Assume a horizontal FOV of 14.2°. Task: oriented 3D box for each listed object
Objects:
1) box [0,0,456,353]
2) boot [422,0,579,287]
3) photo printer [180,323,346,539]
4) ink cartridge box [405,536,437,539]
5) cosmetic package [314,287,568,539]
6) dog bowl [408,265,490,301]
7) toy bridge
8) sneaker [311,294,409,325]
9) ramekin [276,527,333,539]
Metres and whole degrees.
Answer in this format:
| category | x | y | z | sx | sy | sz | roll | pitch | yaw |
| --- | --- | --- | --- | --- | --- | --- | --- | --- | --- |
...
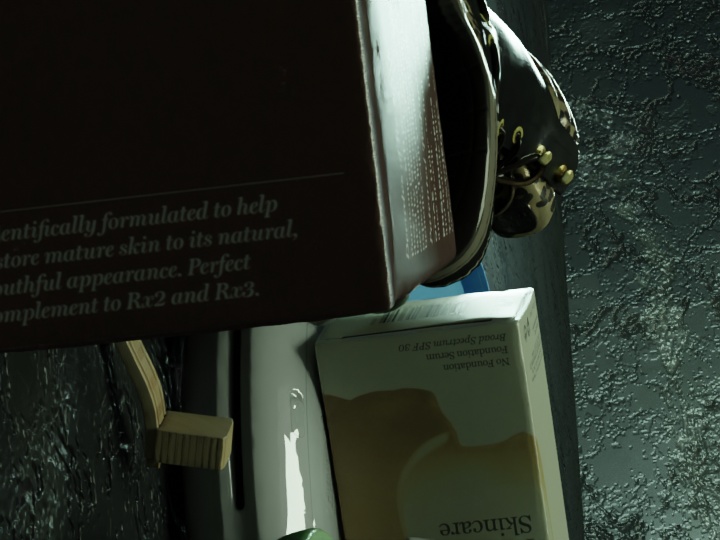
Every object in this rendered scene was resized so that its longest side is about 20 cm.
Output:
| category | x | y | z | sx | sy | sz | roll | pitch | yaw |
| --- | --- | --- | --- | --- | --- | --- | --- | --- | --- |
| box | -0.062 | -0.067 | 1.100 | 0.200 | 0.165 | 0.165 | -34 | 118 | -80 |
| boot | 0.047 | -0.058 | 1.295 | 0.151 | 0.073 | 0.200 | 46 | 27 | -52 |
| photo printer | -0.039 | 0.103 | 1.429 | 0.200 | 0.069 | 0.167 | 66 | 19 | -61 |
| ink cartridge box | 0.052 | 0.238 | 1.279 | 0.200 | 0.083 | 0.147 | -96 | -166 | -54 |
| cosmetic package | 0.045 | 0.116 | 1.403 | 0.071 | 0.105 | 0.201 | -54 | 135 | -74 |
| dog bowl | 0.000 | 0.000 | 1.505 | 0.200 | 0.049 | 0.112 | 44 | 44 | -44 |
| toy bridge | -0.082 | -0.008 | 1.241 | 0.027 | 0.067 | 0.201 | -70 | 167 | -71 |
| sneaker | -0.033 | -0.022 | 1.319 | 0.200 | 0.074 | 0.089 | 11 | 56 | -55 |
| ramekin | -0.052 | 0.209 | 1.168 | 0.200 | 0.097 | 0.201 | -7 | 90 | -82 |
